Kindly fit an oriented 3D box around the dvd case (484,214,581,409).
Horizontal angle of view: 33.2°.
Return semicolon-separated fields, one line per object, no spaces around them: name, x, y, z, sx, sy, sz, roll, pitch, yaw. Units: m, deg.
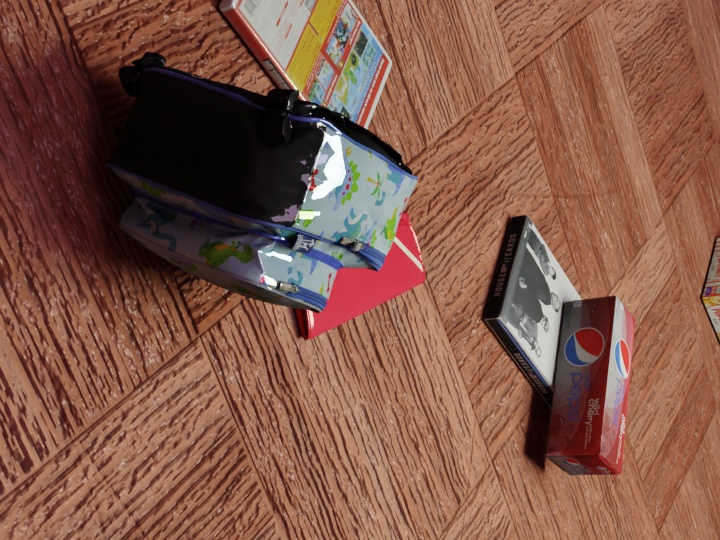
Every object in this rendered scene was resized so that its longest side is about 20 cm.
dvd case;0.212;0.055;1.410;0.200;0.025;0.150;52;44;-38

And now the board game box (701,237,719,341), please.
board game box;0.623;0.065;1.986;0.200;0.046;0.152;58;41;-30

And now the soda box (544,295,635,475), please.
soda box;0.267;0.132;1.390;0.063;0.070;0.200;42;50;-44

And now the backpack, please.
backpack;-0.069;-0.053;0.896;0.200;0.183;0.147;17;93;-57

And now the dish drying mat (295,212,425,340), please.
dish drying mat;0.000;0.000;1.118;0.200;0.018;0.077;-24;104;-55

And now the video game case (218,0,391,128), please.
video game case;-0.043;-0.212;1.099;0.200;0.017;0.143;51;45;-37
